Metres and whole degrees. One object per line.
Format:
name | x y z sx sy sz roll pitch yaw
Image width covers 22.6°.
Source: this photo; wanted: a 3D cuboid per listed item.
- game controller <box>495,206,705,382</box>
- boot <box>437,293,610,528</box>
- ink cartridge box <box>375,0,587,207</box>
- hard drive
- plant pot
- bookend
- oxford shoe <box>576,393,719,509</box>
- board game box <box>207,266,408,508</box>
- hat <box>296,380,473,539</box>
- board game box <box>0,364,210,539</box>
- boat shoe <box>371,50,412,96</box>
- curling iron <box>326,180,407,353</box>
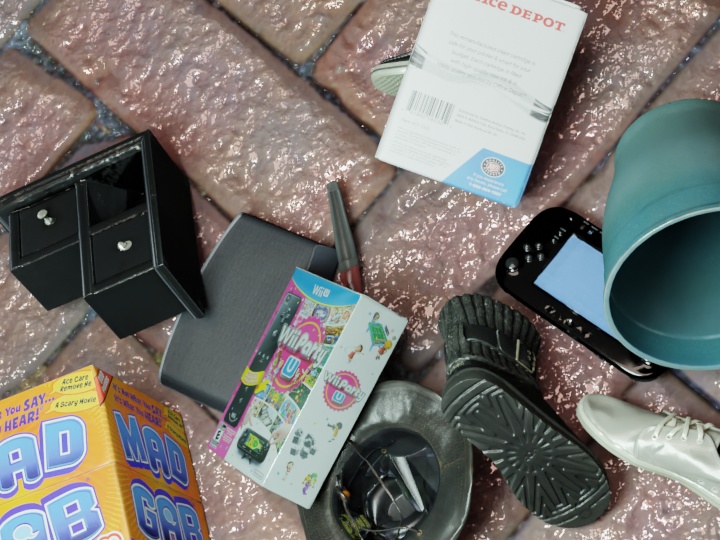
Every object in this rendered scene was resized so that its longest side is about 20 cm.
game controller | 0.226 0.020 1.710 0.200 0.042 0.104 35 87 26
boot | 0.153 0.125 1.674 0.079 0.211 0.158 -35 21 19
ink cartridge box | 0.116 -0.179 1.741 0.146 0.086 0.200 20 96 1
hard drive | -0.118 0.044 1.828 0.135 0.042 0.200 23 81 25
plant pot | 0.305 -0.046 1.618 0.200 0.200 0.188 -18 42 14
bookend | -0.274 -0.014 1.845 0.200 0.092 0.199 -23 46 12
oxford shoe | 0.289 0.155 1.618 0.200 0.058 0.075 28 38 21
board game box | -0.054 0.109 1.722 0.200 0.064 0.148 -62 28 -4
hat | 0.040 0.208 1.694 0.200 0.081 0.201 -11 70 31
board game box | -0.279 0.238 1.733 0.200 0.200 0.200 -21 66 12
boat shoe | 0.108 -0.220 1.820 0.200 0.075 0.062 -13 67 9
curling iron | 0.000 0.000 1.809 0.050 0.026 0.200 -23 67 11
